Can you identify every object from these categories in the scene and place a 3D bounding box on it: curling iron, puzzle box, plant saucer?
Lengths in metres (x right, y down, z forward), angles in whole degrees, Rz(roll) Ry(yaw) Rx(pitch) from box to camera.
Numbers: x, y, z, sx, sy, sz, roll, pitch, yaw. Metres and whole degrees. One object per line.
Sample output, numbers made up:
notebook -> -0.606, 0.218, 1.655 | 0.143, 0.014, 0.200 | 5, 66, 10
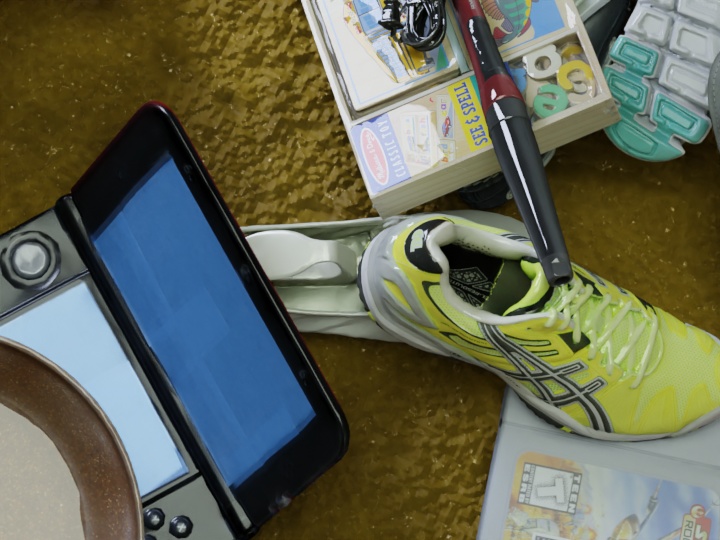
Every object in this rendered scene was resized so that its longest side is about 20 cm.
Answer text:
curling iron -> 0.062, -0.073, 1.401 | 0.049, 0.026, 0.201 | -32, 60, 11
puzzle box -> 0.039, -0.136, 1.468 | 0.132, 0.025, 0.201 | -23, 60, 6
plant saucer -> -0.202, 0.126, 1.350 | 0.199, 0.037, 0.202 | 0, 88, -8

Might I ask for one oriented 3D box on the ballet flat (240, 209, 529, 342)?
ballet flat -> 0.000, 0.000, 1.457 | 0.199, 0.069, 0.070 | -3, 76, -3

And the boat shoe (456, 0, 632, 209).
boat shoe -> 0.099, -0.124, 1.495 | 0.075, 0.060, 0.200 | 30, 77, 33

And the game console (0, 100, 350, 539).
game console -> -0.124, 0.050, 1.413 | 0.172, 0.119, 0.201 | -28, 78, -9

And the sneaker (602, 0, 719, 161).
sneaker -> 0.177, -0.147, 1.483 | 0.077, 0.091, 0.201 | 26, 86, 8

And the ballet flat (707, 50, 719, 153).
ballet flat -> 0.213, -0.028, 1.446 | 0.067, 0.201, 0.064 | -30, 35, -28

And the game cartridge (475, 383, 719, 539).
game cartridge -> 0.122, 0.149, 1.441 | 0.132, 0.042, 0.201 | 10, 76, 5

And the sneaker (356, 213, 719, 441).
sneaker -> 0.097, 0.031, 1.402 | 0.199, 0.076, 0.076 | 19, 75, -12
